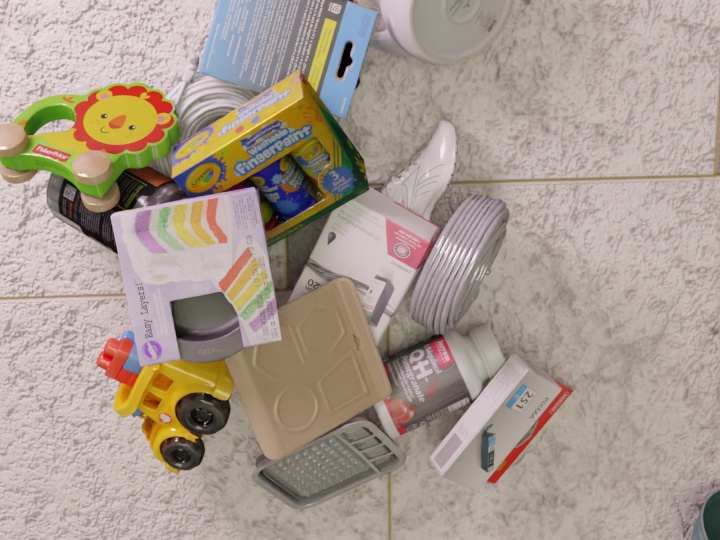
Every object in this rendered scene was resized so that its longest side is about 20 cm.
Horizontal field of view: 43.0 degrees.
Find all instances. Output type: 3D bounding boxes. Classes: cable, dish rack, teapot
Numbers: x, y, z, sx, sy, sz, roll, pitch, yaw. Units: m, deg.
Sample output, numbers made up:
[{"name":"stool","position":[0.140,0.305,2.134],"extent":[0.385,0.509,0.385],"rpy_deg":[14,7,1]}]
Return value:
[{"name":"cable","position":[0.136,-0.011,1.246],"extent":[0.069,0.200,0.202],"rpy_deg":[28,130,12]},{"name":"cable","position":[-0.189,-0.176,1.266],"extent":[0.199,0.069,0.201],"rpy_deg":[37,98,-10]},{"name":"dish rack","position":[-0.047,0.274,1.342],"extent":[0.198,0.044,0.172],"rpy_deg":[-27,140,11]},{"name":"teapot","position":[0.102,-0.383,1.210],"extent":[0.198,0.146,0.199],"rpy_deg":[-22,133,-16]}]

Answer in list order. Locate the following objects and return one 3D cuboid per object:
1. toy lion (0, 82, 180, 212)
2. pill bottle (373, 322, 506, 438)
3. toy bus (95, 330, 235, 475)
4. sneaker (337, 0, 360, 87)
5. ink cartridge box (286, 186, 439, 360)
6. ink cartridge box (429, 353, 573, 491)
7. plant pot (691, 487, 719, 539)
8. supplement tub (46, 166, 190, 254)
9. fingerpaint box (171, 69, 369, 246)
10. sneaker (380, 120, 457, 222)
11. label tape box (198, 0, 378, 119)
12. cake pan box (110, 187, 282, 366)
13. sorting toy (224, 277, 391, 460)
[{"name":"toy lion","position":[-0.341,-0.177,1.173],"extent":[0.197,0.193,0.069],"rpy_deg":[17,143,13]},{"name":"pill bottle","position":[0.111,0.155,1.335],"extent":[0.198,0.111,0.112],"rpy_deg":[-26,103,2]},{"name":"toy bus","position":[-0.277,0.162,1.267],"extent":[0.190,0.137,0.201],"rpy_deg":[24,124,-15]},{"name":"sneaker","position":[-0.023,-0.331,1.227],"extent":[0.066,0.090,0.203],"rpy_deg":[-9,107,-32]},{"name":"ink cartridge box","position":[0.000,0.000,1.277],"extent":[0.144,0.085,0.202],"rpy_deg":[29,114,3]},{"name":"ink cartridge box","position":[0.220,0.236,1.346],"extent":[0.175,0.045,0.201],"rpy_deg":[29,103,-40]},{"name":"plant pot","position":[0.593,0.454,1.406],"extent":[0.197,0.202,0.135],"rpy_deg":[10,128,-6]},{"name":"supplement tub","position":[-0.306,-0.083,1.217],"extent":[0.198,0.122,0.124],"rpy_deg":[28,100,18]},{"name":"fingerpaint box","position":[-0.114,-0.130,1.175],"extent":[0.198,0.074,0.167],"rpy_deg":[-28,130,14]},{"name":"sneaker","position":[0.079,-0.121,1.297],"extent":[0.086,0.075,0.202],"rpy_deg":[23,99,-3]},{"name":"label tape box","position":[-0.093,-0.296,1.180],"extent":[0.197,0.063,0.146],"rpy_deg":[17,102,-9]},{"name":"cake pan box","position":[-0.199,0.011,1.132],"extent":[0.181,0.052,0.203],"rpy_deg":[-8,100,-5]},{"name":"sorting toy","position":[-0.072,0.130,1.234],"extent":[0.198,0.036,0.187],"rpy_deg":[-25,105,-18]}]
